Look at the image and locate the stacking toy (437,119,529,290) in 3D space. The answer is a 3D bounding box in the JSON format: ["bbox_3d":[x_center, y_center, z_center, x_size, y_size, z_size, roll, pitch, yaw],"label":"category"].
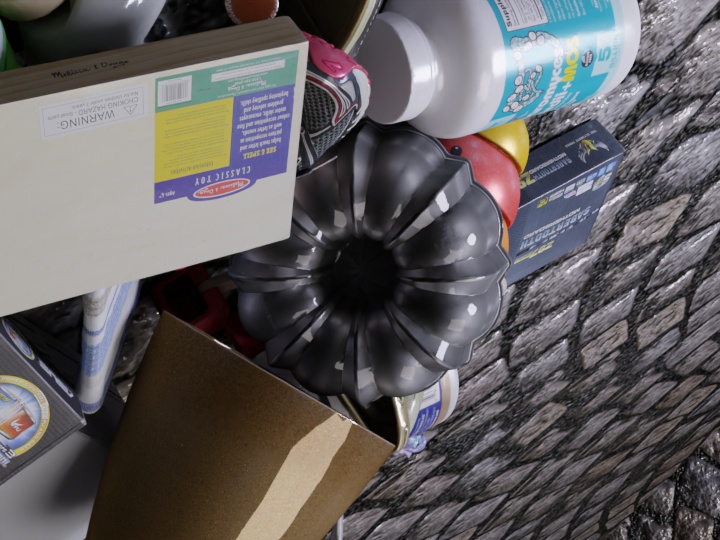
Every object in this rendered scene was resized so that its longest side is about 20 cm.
[{"bbox_3d":[0.079,-0.089,0.958,0.201,0.146,0.146,-64,158,-10],"label":"stacking toy"}]

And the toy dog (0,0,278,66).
[{"bbox_3d":[-0.096,-0.152,0.625,0.200,0.096,0.132,-44,155,16],"label":"toy dog"}]

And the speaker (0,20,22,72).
[{"bbox_3d":[-0.200,-0.066,0.647,0.088,0.089,0.200,-31,155,-11],"label":"speaker"}]

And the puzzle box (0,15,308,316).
[{"bbox_3d":[-0.123,-0.046,0.613,0.199,0.025,0.133,-16,139,-24],"label":"puzzle box"}]

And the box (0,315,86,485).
[{"bbox_3d":[-0.281,0.063,0.714,0.160,0.044,0.200,-35,125,-2],"label":"box"}]

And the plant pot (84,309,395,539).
[{"bbox_3d":[-0.106,0.158,0.858,0.200,0.186,0.186,-59,156,-5],"label":"plant pot"}]

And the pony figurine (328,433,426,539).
[{"bbox_3d":[-0.026,0.172,1.269,0.199,0.166,0.194,-18,118,-28],"label":"pony figurine"}]

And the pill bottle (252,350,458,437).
[{"bbox_3d":[-0.027,0.107,1.037,0.199,0.116,0.116,-20,151,-31],"label":"pill bottle"}]

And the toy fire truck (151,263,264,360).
[{"bbox_3d":[-0.066,0.016,1.022,0.200,0.049,0.141,-29,155,-16],"label":"toy fire truck"}]

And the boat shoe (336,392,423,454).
[{"bbox_3d":[-0.015,0.044,0.928,0.073,0.201,0.063,-20,-159,17],"label":"boat shoe"}]

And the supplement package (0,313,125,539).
[{"bbox_3d":[-0.261,0.132,0.897,0.156,0.111,0.200,-36,155,-1],"label":"supplement package"}]

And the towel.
[{"bbox_3d":[-0.151,-0.017,0.774,0.024,0.147,0.200,14,143,-3],"label":"towel"}]

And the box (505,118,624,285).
[{"bbox_3d":[0.148,-0.044,1.199,0.200,0.051,0.158,-27,155,-21],"label":"box"}]

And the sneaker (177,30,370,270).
[{"bbox_3d":[-0.063,-0.064,0.721,0.200,0.080,0.075,-41,-155,48],"label":"sneaker"}]

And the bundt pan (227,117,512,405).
[{"bbox_3d":[0.000,0.000,0.845,0.202,0.202,0.076,-43,-179,13],"label":"bundt pan"}]

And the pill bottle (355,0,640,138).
[{"bbox_3d":[0.088,-0.154,0.850,0.199,0.111,0.111,-19,151,-33],"label":"pill bottle"}]

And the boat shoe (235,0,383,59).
[{"bbox_3d":[-0.042,-0.129,0.780,0.066,0.072,0.201,-22,161,-48],"label":"boat shoe"}]
